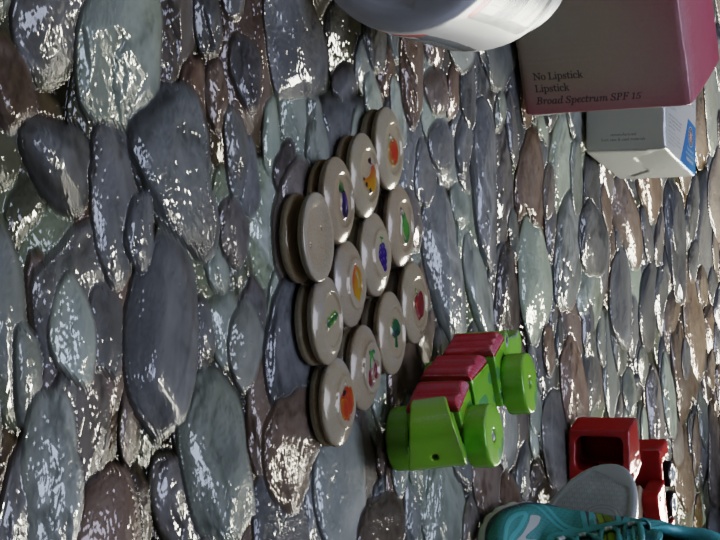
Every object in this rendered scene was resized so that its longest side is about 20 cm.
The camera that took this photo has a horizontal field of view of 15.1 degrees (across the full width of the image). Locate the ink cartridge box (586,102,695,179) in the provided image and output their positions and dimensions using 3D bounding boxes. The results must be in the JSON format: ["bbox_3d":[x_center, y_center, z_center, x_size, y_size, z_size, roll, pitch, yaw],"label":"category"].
[{"bbox_3d":[0.224,-0.182,2.166,0.116,0.067,0.202,27,63,-69],"label":"ink cartridge box"}]

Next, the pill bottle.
[{"bbox_3d":[0.056,-0.191,1.609,0.200,0.119,0.121,2,86,-71],"label":"pill bottle"}]

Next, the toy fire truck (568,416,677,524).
[{"bbox_3d":[0.207,0.196,2.103,0.141,0.048,0.202,-42,128,-65],"label":"toy fire truck"}]

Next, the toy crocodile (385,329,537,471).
[{"bbox_3d":[0.062,0.075,1.670,0.200,0.067,0.062,-49,133,-63],"label":"toy crocodile"}]

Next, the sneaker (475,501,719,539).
[{"bbox_3d":[0.164,0.188,1.841,0.199,0.080,0.078,6,68,-34],"label":"sneaker"}]

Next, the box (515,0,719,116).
[{"bbox_3d":[0.175,-0.223,1.939,0.109,0.127,0.201,-50,134,-61],"label":"box"}]

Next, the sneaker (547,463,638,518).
[{"bbox_3d":[0.159,0.239,1.939,0.099,0.070,0.201,69,32,-48],"label":"sneaker"}]

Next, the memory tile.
[{"bbox_3d":[0.000,0.000,1.579,0.200,0.017,0.154,-50,135,-62],"label":"memory tile"}]
